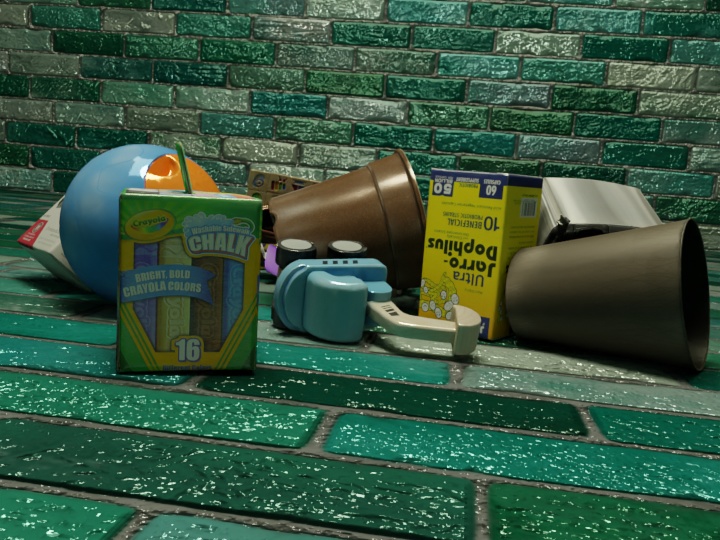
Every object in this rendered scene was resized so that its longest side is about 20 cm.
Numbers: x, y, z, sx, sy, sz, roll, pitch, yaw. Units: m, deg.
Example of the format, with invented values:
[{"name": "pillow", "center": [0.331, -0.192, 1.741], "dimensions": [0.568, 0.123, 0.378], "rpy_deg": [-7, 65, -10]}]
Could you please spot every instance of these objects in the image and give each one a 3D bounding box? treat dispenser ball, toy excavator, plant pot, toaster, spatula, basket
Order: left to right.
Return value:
[{"name": "treat dispenser ball", "center": [-0.264, -0.054, 0.910], "dimensions": [0.200, 0.202, 0.201], "rpy_deg": [4, 7, -1]}, {"name": "spatula", "center": [-0.167, -0.045, 1.156], "dimensions": [0.021, 0.057, 0.200], "rpy_deg": [-19, -42, 31]}, {"name": "plant pot", "center": [-0.018, -0.050, 1.030], "dimensions": [0.198, 0.201, 0.200], "rpy_deg": [-13, 9, -4]}, {"name": "toy excavator", "center": [0.009, 0.043, 0.827], "dimensions": [0.194, 0.100, 0.200], "rpy_deg": [-1, 22, -23]}, {"name": "toaster", "center": [0.302, -0.027, 1.014], "dimensions": [0.180, 0.200, 0.119], "rpy_deg": [3, 44, -13]}, {"name": "basket", "center": [0.281, 0.027, 0.852], "dimensions": [0.200, 0.181, 0.136], "rpy_deg": [0, 37, 35]}]

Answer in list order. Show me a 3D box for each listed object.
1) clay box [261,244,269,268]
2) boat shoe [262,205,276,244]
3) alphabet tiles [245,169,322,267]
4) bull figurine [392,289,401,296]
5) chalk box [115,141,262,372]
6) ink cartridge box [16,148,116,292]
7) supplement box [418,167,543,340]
[{"name": "clay box", "center": [-0.203, -0.060, 1.329], "dimensions": [0.048, 0.115, 0.200], "rpy_deg": [11, 10, 36]}, {"name": "boat shoe", "center": [-0.098, -0.073, 1.221], "dimensions": [0.199, 0.071, 0.070], "rpy_deg": [-3, -13, -10]}, {"name": "alphabet tiles", "center": [-0.104, -0.076, 1.270], "dimensions": [0.199, 0.168, 0.008], "rpy_deg": [9, 19, -13]}, {"name": "bull figurine", "center": [0.000, 0.000, 1.198], "dimensions": [0.199, 0.065, 0.121], "rpy_deg": [0, 12, -14]}, {"name": "chalk box", "center": [-0.160, -0.017, 0.691], "dimensions": [0.123, 0.201, 0.124], "rpy_deg": [3, 8, -15]}, {"name": "ink cartridge box", "center": [-0.367, -0.078, 1.048], "dimensions": [0.147, 0.200, 0.086], "rpy_deg": [11, -32, 49]}, {"name": "supplement box", "center": [0.152, -0.024, 0.937], "dimensions": [0.109, 0.201, 0.109], "rpy_deg": [9, 9, 35]}]
